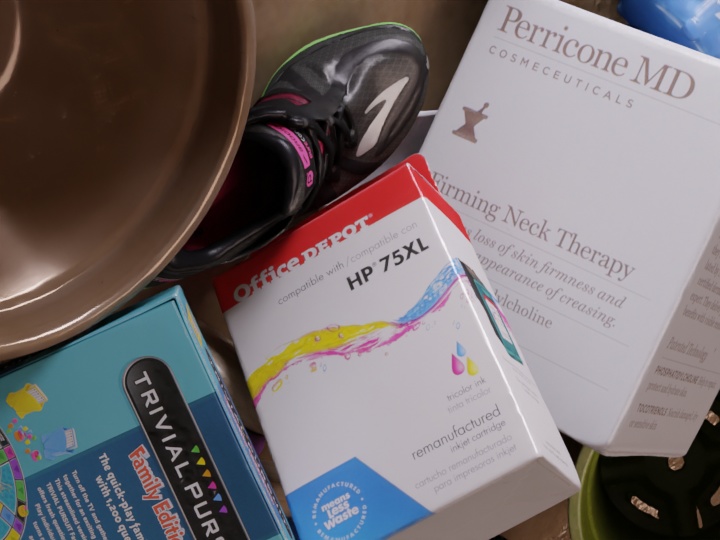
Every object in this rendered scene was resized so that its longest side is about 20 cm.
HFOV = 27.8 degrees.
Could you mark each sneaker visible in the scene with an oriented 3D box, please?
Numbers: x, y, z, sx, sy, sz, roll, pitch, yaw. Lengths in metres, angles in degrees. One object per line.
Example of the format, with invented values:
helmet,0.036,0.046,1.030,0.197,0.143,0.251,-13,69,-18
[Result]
sneaker,-0.034,-0.051,0.683,0.200,0.084,0.077,-39,112,-25

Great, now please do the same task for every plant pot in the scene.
plant pot,-0.144,-0.072,0.547,0.201,0.093,0.201,-27,133,-33
plant pot,0.244,0.156,1.057,0.200,0.200,0.190,-60,178,4

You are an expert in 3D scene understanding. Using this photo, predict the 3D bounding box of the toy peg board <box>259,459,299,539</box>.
toy peg board,-0.079,0.200,0.727,0.199,0.098,0.200,-47,157,8

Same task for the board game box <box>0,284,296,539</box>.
board game box,-0.136,0.116,0.607,0.200,0.047,0.151,-24,97,-4

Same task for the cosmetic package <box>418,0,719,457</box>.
cosmetic package,0.131,-0.023,0.801,0.166,0.167,0.200,15,100,-62

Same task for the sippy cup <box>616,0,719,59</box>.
sippy cup,0.232,-0.172,0.876,0.130,0.178,0.140,-40,171,-3

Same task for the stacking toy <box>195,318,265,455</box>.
stacking toy,-0.124,0.121,0.733,0.200,0.085,0.085,-51,143,3

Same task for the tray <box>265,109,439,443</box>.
tray,0.000,0.000,0.821,0.107,0.022,0.200,-9,123,-44

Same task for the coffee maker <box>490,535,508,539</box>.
coffee maker,0.071,0.291,1.036,0.135,0.192,0.200,39,79,-16

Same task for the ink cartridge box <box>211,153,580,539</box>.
ink cartridge box,0.007,0.035,0.683,0.116,0.200,0.067,-30,150,12
